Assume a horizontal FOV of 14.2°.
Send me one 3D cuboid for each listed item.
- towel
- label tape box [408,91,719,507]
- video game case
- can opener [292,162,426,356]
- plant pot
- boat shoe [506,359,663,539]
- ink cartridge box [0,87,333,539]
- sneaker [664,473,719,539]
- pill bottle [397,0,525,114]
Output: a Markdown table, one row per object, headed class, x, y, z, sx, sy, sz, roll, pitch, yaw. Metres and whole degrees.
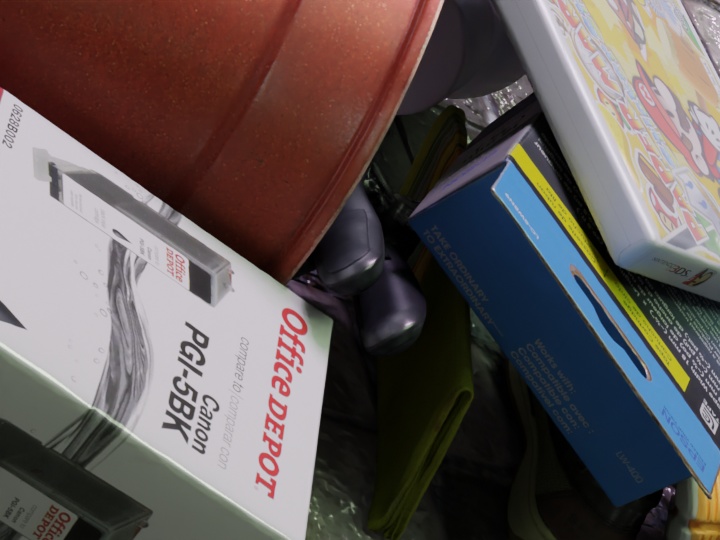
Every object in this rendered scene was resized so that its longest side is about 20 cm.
| class | x | y | z | sx | sy | sz | roll | pitch | yaw |
| --- | --- | --- | --- | --- | --- | --- | --- | --- | --- |
| towel | 0.024 | 0.017 | 1.198 | 0.018 | 0.086 | 0.200 | 17 | 34 | -11 |
| label tape box | 0.089 | 0.011 | 1.141 | 0.144 | 0.063 | 0.200 | 54 | 23 | -6 |
| video game case | 0.113 | -0.076 | 1.189 | 0.182 | 0.023 | 0.200 | 17 | 46 | -58 |
| can opener | 0.000 | 0.000 | 1.135 | 0.063 | 0.079 | 0.200 | 48 | 1 | -15 |
| plant pot | -0.095 | -0.108 | 1.106 | 0.195 | 0.201 | 0.201 | 27 | 31 | -16 |
| boat shoe | 0.107 | 0.065 | 1.265 | 0.073 | 0.065 | 0.200 | 34 | 29 | -19 |
| ink cartridge box | -0.112 | 0.026 | 0.997 | 0.200 | 0.083 | 0.147 | 35 | 28 | -18 |
| sneaker | 0.171 | 0.097 | 1.240 | 0.077 | 0.078 | 0.200 | 6 | 9 | 5 |
| pill bottle | 0.055 | -0.144 | 1.315 | 0.112 | 0.112 | 0.200 | 45 | 39 | 1 |
